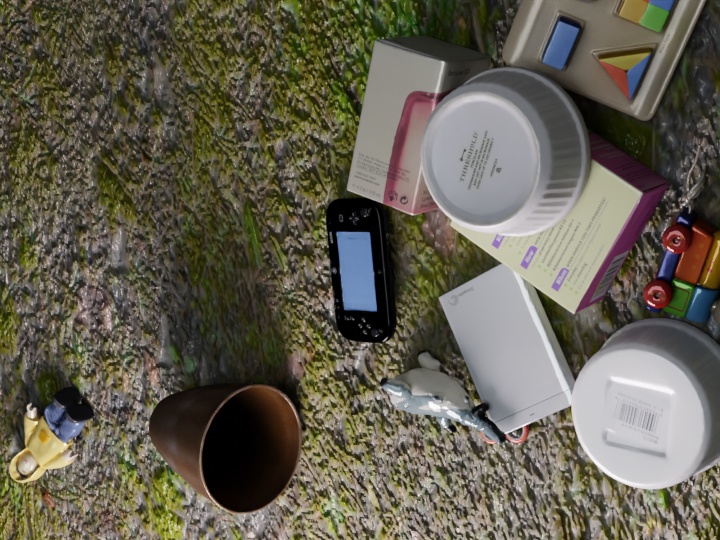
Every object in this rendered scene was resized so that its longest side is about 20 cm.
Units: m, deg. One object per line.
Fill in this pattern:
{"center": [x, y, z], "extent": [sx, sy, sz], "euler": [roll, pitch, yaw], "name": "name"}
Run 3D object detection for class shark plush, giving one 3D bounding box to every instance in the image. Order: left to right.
{"center": [0.119, 0.179, 1.812], "extent": [0.199, 0.091, 0.084], "euler": [15, 127, 29], "name": "shark plush"}

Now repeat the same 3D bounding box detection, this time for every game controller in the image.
{"center": [0.000, 0.000, 1.865], "extent": [0.104, 0.042, 0.202], "euler": [0, 100, 33], "name": "game controller"}

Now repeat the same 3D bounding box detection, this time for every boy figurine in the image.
{"center": [-0.528, 0.280, 2.265], "extent": [0.125, 0.064, 0.200], "euler": [50, 119, 12], "name": "boy figurine"}

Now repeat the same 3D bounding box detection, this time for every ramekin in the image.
{"center": [0.161, -0.134, 1.580], "extent": [0.201, 0.094, 0.204], "euler": [8, 104, 32], "name": "ramekin"}
{"center": [0.353, 0.165, 1.632], "extent": [0.199, 0.097, 0.202], "euler": [8, 104, 32], "name": "ramekin"}

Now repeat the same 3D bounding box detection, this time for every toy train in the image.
{"center": [0.413, -0.033, 1.565], "extent": [0.115, 0.085, 0.202], "euler": [22, 112, 17], "name": "toy train"}

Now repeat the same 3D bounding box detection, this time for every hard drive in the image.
{"center": [0.193, 0.100, 1.756], "extent": [0.131, 0.027, 0.201], "euler": [-29, 78, 35], "name": "hard drive"}

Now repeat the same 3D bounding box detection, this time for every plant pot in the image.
{"center": [-0.220, 0.246, 1.999], "extent": [0.199, 0.186, 0.189], "euler": [8, 105, 47], "name": "plant pot"}

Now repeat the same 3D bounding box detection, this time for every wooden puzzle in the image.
{"center": [0.284, -0.291, 1.581], "extent": [0.199, 0.046, 0.186], "euler": [24, 114, 7], "name": "wooden puzzle"}

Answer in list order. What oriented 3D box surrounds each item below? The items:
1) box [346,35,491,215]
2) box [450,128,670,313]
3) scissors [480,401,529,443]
{"center": [0.075, -0.188, 1.723], "extent": [0.108, 0.128, 0.202], "euler": [22, 112, 27], "name": "box"}
{"center": [0.242, -0.081, 1.654], "extent": [0.199, 0.096, 0.177], "euler": [36, 118, 21], "name": "box"}
{"center": [0.191, 0.136, 1.783], "extent": [0.073, 0.014, 0.202], "euler": [8, 105, 32], "name": "scissors"}
